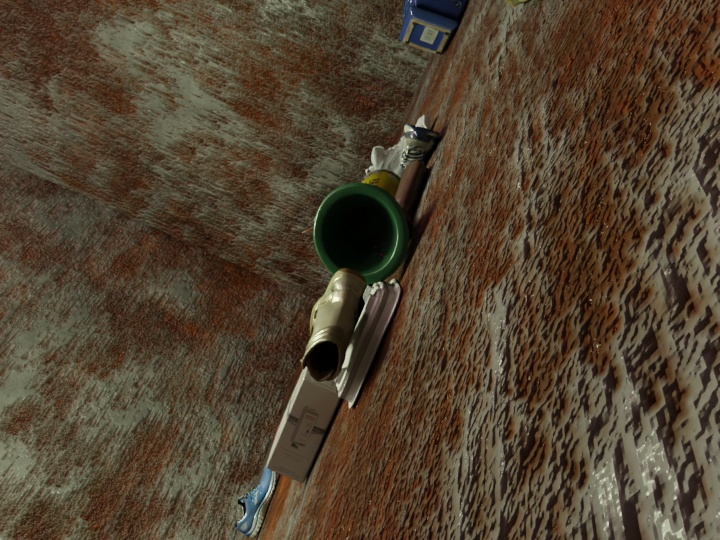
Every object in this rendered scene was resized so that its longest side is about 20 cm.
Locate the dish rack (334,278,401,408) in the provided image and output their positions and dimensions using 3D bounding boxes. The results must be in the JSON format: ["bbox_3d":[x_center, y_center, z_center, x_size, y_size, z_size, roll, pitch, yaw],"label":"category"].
[{"bbox_3d":[0.005,0.107,0.972,0.172,0.043,0.204,-106,38,-83],"label":"dish rack"}]

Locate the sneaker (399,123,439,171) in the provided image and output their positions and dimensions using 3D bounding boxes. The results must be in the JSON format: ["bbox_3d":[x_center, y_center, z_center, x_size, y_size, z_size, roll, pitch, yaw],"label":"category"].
[{"bbox_3d":[0.120,-0.250,1.264,0.200,0.075,0.087,29,-106,-87],"label":"sneaker"}]

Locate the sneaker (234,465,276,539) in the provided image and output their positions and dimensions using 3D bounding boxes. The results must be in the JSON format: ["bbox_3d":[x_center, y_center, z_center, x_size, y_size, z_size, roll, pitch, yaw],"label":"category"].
[{"bbox_3d":[-0.300,0.647,1.695,0.079,0.088,0.202,120,171,-50],"label":"sneaker"}]

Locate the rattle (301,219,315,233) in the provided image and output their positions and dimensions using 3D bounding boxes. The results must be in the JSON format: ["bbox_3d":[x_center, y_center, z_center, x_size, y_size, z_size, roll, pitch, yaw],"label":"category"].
[{"bbox_3d":[-0.038,-0.102,1.514,0.131,0.197,0.145,121,172,-58],"label":"rattle"}]

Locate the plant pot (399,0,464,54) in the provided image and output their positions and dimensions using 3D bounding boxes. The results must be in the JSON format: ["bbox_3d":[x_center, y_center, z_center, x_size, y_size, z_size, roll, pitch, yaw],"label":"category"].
[{"bbox_3d":[0.240,-0.854,1.988,0.200,0.196,0.184,129,157,-74],"label":"plant pot"}]

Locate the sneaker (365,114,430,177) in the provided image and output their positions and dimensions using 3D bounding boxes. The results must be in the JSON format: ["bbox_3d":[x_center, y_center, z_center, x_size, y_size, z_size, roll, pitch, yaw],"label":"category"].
[{"bbox_3d":[0.093,-0.301,1.466,0.075,0.113,0.203,-85,18,-75],"label":"sneaker"}]

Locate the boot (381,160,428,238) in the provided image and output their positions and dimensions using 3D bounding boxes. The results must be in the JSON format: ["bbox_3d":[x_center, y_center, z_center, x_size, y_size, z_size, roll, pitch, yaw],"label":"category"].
[{"bbox_3d":[0.088,-0.139,1.120,0.203,0.063,0.186,-64,5,-20],"label":"boot"}]

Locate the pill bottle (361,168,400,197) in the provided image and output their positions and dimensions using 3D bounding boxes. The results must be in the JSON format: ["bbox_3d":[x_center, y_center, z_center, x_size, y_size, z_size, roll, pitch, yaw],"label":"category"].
[{"bbox_3d":[0.040,-0.142,1.330,0.201,0.110,0.114,-75,10,-60],"label":"pill bottle"}]

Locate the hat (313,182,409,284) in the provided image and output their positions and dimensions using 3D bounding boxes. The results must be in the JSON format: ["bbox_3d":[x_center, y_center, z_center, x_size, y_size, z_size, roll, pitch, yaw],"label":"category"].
[{"bbox_3d":[0.019,-0.073,1.055,0.175,0.196,0.170,-24,-70,-64],"label":"hat"}]

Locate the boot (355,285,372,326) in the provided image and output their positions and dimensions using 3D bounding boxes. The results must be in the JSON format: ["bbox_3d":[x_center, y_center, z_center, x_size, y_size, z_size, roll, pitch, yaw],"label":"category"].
[{"bbox_3d":[-0.016,0.074,1.246,0.165,0.072,0.199,-63,5,15],"label":"boot"}]

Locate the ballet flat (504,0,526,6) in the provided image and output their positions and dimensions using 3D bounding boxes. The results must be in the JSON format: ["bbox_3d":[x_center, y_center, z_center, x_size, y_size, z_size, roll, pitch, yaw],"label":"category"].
[{"bbox_3d":[0.212,-0.394,0.787,0.200,0.069,0.072,-83,17,-74],"label":"ballet flat"}]

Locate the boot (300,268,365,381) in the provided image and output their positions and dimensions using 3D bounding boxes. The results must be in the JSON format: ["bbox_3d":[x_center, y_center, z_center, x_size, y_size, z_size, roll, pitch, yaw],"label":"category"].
[{"bbox_3d":[-0.054,0.113,0.953,0.201,0.071,0.157,117,172,-46],"label":"boot"}]

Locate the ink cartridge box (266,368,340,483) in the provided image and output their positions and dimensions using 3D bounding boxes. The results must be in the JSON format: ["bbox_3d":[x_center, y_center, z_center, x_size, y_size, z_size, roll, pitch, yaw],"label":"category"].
[{"bbox_3d":[-0.102,0.277,1.155,0.147,0.081,0.203,-84,17,-76],"label":"ink cartridge box"}]
